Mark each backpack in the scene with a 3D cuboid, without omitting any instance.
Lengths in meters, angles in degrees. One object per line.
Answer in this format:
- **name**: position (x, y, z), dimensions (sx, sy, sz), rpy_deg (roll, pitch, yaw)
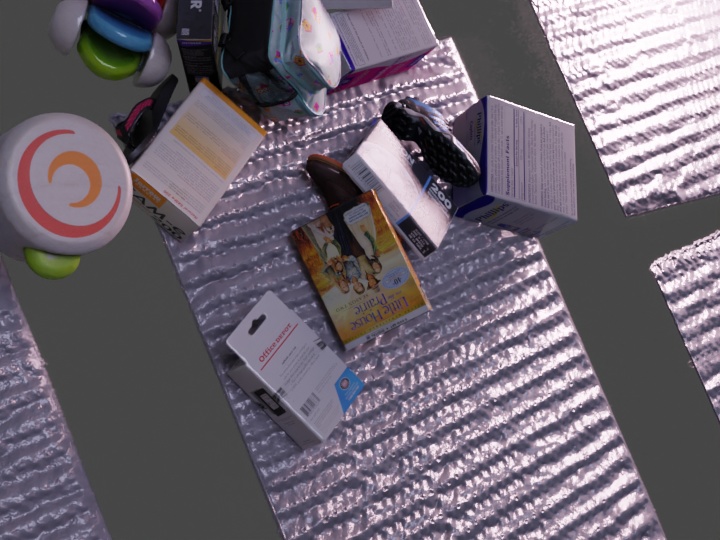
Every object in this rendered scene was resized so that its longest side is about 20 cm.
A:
- **backpack**: position (-0.110, -0.323, 1.626), dimensions (0.152, 0.200, 0.178), rpy_deg (-7, 64, 13)

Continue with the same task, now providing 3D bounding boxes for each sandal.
- **sandal**: position (-0.311, -0.214, 1.528), dimensions (0.045, 0.075, 0.201), rpy_deg (39, 41, -26)

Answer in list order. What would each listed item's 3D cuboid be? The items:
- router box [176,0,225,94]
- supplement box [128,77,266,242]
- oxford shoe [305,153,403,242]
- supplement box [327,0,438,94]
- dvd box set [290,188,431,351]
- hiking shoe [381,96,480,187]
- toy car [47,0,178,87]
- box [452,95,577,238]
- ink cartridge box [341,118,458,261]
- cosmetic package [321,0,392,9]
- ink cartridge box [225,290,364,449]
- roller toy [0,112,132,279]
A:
- **router box**: position (-0.231, -0.384, 1.595), dimensions (0.052, 0.157, 0.202), rpy_deg (0, 70, -1)
- **supplement box**: position (-0.241, -0.160, 1.563), dimensions (0.126, 0.073, 0.201), rpy_deg (41, 57, -14)
- **oxford shoe**: position (-0.019, -0.095, 1.683), dimensions (0.200, 0.071, 0.073), rpy_deg (45, 62, -11)
- **supplement box**: position (0.013, -0.372, 1.778), dimensions (0.199, 0.101, 0.104), rpy_deg (-25, 87, -35)
- **dvd box set**: position (0.000, 0.000, 1.628), dimensions (0.202, 0.145, 0.029), rpy_deg (65, 12, 2)
- **hiking shoe**: position (0.131, -0.221, 1.790), dimensions (0.200, 0.075, 0.087), rpy_deg (44, 47, 13)
- **toy car**: position (-0.331, -0.370, 1.533), dimensions (0.174, 0.150, 0.202), rpy_deg (23, 63, -24)
- **box**: position (0.264, -0.173, 1.862), dimensions (0.198, 0.105, 0.186), rpy_deg (14, 67, -28)
- **ink cartridge box**: position (0.071, -0.141, 1.722), dimensions (0.198, 0.043, 0.200), rpy_deg (48, 31, -12)
- **cosmetic package**: position (-0.047, -0.444, 1.718), dimensions (0.198, 0.051, 0.083), rpy_deg (-1, 28, 3)
- **ink cartridge box**: position (-0.105, 0.141, 1.547), dimensions (0.200, 0.067, 0.116), rpy_deg (46, 56, -11)
- **roller toy**: position (-0.400, -0.104, 1.405), dimensions (0.183, 0.139, 0.200), rpy_deg (53, 56, -19)
